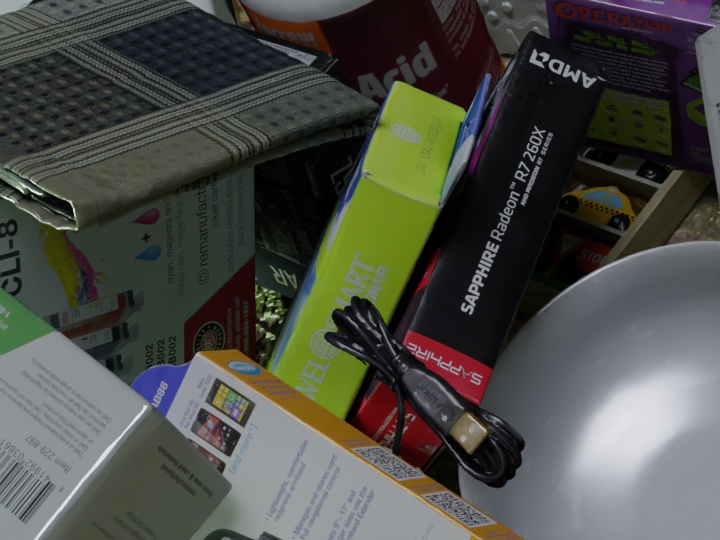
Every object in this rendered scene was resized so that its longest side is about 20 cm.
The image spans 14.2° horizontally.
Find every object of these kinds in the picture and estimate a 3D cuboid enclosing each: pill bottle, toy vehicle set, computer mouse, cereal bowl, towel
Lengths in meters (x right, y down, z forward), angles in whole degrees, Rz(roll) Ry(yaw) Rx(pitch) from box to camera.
[{"bbox_3d":[-0.002,-0.144,1.503,0.114,0.200,0.114,-13,47,14],"label":"pill bottle"},{"bbox_3d":[0.077,-0.047,1.543,0.200,0.027,0.124,22,63,37],"label":"toy vehicle set"},{"bbox_3d":[0.018,0.111,1.333,0.110,0.200,0.044,36,46,25],"label":"computer mouse"},{"bbox_3d":[0.151,0.088,1.344,0.200,0.083,0.200,-20,43,20],"label":"cereal bowl"},{"bbox_3d":[-0.122,-0.078,1.366,0.200,0.035,0.192,-21,38,-40],"label":"towel"}]

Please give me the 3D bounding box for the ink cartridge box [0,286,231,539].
[{"bbox_3d":[-0.179,0.119,1.258,0.145,0.088,0.200,34,80,36],"label":"ink cartridge box"}]

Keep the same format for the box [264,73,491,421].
[{"bbox_3d":[0.000,0.000,1.410,0.048,0.200,0.122,23,26,-3],"label":"box"}]

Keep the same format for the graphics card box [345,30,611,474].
[{"bbox_3d":[0.055,-0.005,1.415,0.051,0.125,0.200,25,65,-3],"label":"graphics card box"}]

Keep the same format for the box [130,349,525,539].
[{"bbox_3d":[-0.031,0.123,1.284,0.200,0.041,0.119,33,105,26],"label":"box"}]

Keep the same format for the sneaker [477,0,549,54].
[{"bbox_3d":[0.098,-0.170,1.619,0.200,0.077,0.081,12,46,27],"label":"sneaker"}]

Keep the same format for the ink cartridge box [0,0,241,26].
[{"bbox_3d":[-0.153,-0.159,1.704,0.145,0.083,0.200,-20,46,7],"label":"ink cartridge box"}]

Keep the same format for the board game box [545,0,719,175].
[{"bbox_3d":[0.192,-0.089,1.434,0.200,0.120,0.032,15,61,18],"label":"board game box"}]

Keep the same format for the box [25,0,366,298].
[{"bbox_3d":[-0.078,-0.065,1.534,0.200,0.160,0.044,19,55,36],"label":"box"}]

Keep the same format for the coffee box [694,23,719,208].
[{"bbox_3d":[0.251,-0.037,1.327,0.080,0.200,0.115,-33,41,31],"label":"coffee box"}]

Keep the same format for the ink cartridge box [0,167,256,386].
[{"bbox_3d":[-0.171,-0.009,1.412,0.200,0.146,0.145,-17,33,-30],"label":"ink cartridge box"}]
